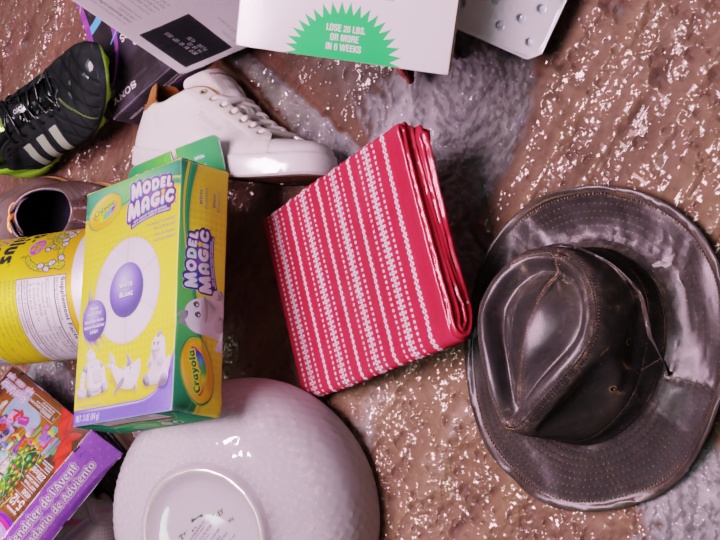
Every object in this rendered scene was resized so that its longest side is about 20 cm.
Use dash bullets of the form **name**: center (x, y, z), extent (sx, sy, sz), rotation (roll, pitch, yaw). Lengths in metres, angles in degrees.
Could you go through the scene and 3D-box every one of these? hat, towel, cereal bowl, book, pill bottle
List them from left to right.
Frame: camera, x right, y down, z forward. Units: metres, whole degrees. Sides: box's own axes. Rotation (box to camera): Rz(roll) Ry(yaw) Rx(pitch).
- **pill bottle**: center (-0.231, 0.020, 0.968), extent (0.200, 0.104, 0.105), rotation (-7, 84, 21)
- **cereal bowl**: center (-0.092, 0.176, 0.844), extent (0.200, 0.083, 0.201), rotation (0, 90, 21)
- **towel**: center (0.000, 0.000, 0.815), extent (0.200, 0.022, 0.145), rotation (-28, 72, 55)
- **book**: center (0.002, -0.225, 0.710), extent (0.133, 0.048, 0.200), rotation (8, 110, 4)
- **hat**: center (0.118, 0.047, 0.709), extent (0.200, 0.081, 0.201), rotation (0, 90, 39)

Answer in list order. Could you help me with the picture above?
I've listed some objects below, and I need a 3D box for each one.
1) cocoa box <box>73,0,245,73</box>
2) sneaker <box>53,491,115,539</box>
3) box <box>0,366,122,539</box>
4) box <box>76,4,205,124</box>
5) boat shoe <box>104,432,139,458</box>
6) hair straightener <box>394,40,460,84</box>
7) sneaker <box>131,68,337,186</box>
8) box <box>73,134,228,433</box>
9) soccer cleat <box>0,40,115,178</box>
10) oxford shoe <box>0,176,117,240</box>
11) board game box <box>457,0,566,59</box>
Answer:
- **cocoa box**: center (-0.128, -0.245, 0.823), extent (0.133, 0.200, 0.132), rotation (-19, 74, 16)
- **sneaker**: center (-0.274, 0.215, 1.040), extent (0.200, 0.081, 0.088), rotation (5, 88, 33)
- **box**: center (-0.288, 0.165, 0.993), extent (0.137, 0.039, 0.200), rotation (-53, 33, -13)
- **box**: center (-0.179, -0.242, 0.992), extent (0.143, 0.036, 0.200), rotation (-33, 71, 35)
- **boat shoe**: center (-0.154, 0.137, 0.946), extent (0.200, 0.060, 0.074), rotation (50, 119, 29)
- **hair straightener**: center (0.032, -0.228, 0.825), extent (0.077, 0.041, 0.200), rotation (-23, 67, 15)
- **sneaker**: center (-0.098, -0.108, 0.896), extent (0.200, 0.073, 0.085), rotation (11, 94, 38)
- **box**: center (-0.146, 0.007, 0.843), extent (0.117, 0.048, 0.201), rotation (-15, 67, 42)
- **soccer cleat**: center (-0.271, -0.127, 1.012), extent (0.200, 0.081, 0.068), rotation (-33, 71, 48)
- **oxford shoe**: center (-0.283, -0.051, 1.049), extent (0.200, 0.073, 0.072), rotation (-5, 86, 40)
- **board game box**: center (0.058, -0.259, 0.729), extent (0.200, 0.026, 0.200), rotation (23, 107, -2)
